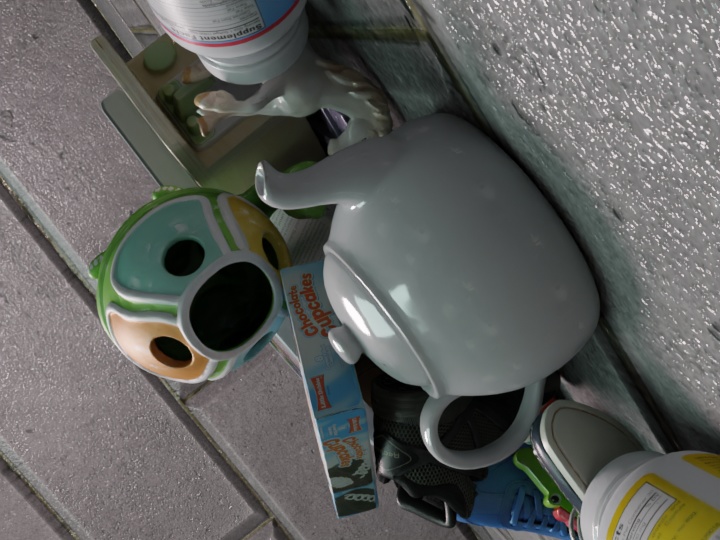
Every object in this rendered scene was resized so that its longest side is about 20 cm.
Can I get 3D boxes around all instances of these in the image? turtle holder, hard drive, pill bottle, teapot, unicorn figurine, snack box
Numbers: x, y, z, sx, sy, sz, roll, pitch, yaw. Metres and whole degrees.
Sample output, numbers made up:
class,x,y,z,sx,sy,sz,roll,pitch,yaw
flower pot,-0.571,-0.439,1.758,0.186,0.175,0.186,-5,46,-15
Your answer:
class,x,y,z,sx,sy,sz,roll,pitch,yaw
turtle holder,-0.102,0.006,0.815,0.132,0.185,0.142,20,127,61
hard drive,-0.157,-0.074,0.983,0.132,0.027,0.200,51,177,16
pill bottle,0.195,0.160,0.580,0.111,0.111,0.200,54,174,-12
teapot,0.046,0.012,0.690,0.200,0.146,0.197,50,173,20
pill bottle,-0.092,-0.204,0.675,0.109,0.109,0.200,50,173,23
unicorn figurine,-0.059,-0.142,0.796,0.074,0.137,0.201,103,150,-69
snack box,-0.021,0.094,0.795,0.200,0.037,0.117,84,171,-59

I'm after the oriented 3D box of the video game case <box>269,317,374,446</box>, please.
class,x,y,z,sx,sy,sz,roll,pitch,yaw
video game case,-0.061,0.072,1.003,0.200,0.023,0.182,49,171,-12

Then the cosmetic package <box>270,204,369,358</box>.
class,x,y,z,sx,sy,sz,roll,pitch,yaw
cosmetic package,0.000,0.000,0.897,0.200,0.081,0.113,33,-163,31

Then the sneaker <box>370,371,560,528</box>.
class,x,y,z,sx,sy,sz,roll,pitch,yaw
sneaker,0.081,0.125,0.835,0.076,0.199,0.115,14,106,39

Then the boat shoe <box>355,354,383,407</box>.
class,x,y,z,sx,sy,sz,roll,pitch,yaw
boat shoe,-0.027,0.045,1.062,0.200,0.073,0.063,62,163,-20

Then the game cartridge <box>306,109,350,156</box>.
class,x,y,z,sx,sy,sz,roll,pitch,yaw
game cartridge,-0.021,-0.122,0.948,0.200,0.038,0.130,44,164,55

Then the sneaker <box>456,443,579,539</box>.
class,x,y,z,sx,sy,sz,roll,pitch,yaw
sneaker,0.153,0.188,0.890,0.199,0.066,0.078,9,-163,-37

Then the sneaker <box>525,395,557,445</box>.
class,x,y,z,sx,sy,sz,roll,pitch,yaw
sneaker,0.094,0.109,0.990,0.199,0.070,0.094,7,136,42

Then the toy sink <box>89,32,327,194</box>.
class,x,y,z,sx,sy,sz,roll,pitch,yaw
toy sink,-0.116,-0.138,0.912,0.130,0.112,0.200,50,178,23

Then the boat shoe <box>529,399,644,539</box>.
class,x,y,z,sx,sy,sz,roll,pitch,yaw
boat shoe,0.179,0.161,0.728,0.200,0.075,0.062,38,145,-19

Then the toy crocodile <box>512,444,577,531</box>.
class,x,y,z,sx,sy,sz,roll,pitch,yaw
toy crocodile,0.201,0.198,0.827,0.200,0.062,0.068,33,170,7
